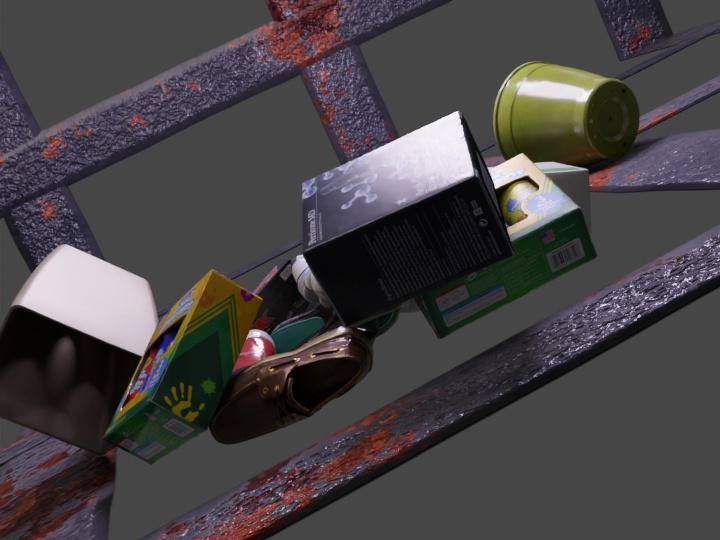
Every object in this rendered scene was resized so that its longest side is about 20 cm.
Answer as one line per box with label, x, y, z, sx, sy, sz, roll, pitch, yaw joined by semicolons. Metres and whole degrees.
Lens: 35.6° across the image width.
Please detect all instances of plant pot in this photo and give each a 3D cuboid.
plant pot;-0.378;0.089;1.490;0.201;0.198;0.178;-53;22;33
plant pot;0.361;-0.255;1.901;0.199;0.203;0.192;-29;21;-26

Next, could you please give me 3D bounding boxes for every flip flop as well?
flip flop;-0.021;0.087;1.353;0.199;0.058;0.081;-40;8;18

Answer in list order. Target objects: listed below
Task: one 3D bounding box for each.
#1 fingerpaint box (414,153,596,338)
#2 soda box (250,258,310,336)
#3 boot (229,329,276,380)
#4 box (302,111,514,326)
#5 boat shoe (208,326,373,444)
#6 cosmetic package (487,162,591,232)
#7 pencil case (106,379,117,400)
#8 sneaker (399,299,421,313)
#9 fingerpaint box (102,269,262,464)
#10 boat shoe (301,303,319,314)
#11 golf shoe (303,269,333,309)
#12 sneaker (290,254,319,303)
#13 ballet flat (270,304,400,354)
fingerpaint box;0.140;-0.034;1.278;0.198;0.074;0.167;-27;30;-2
soda box;-0.144;0.078;1.509;0.200;0.063;0.071;-48;12;-8
boot;-0.194;0.160;1.385;0.199;0.073;0.145;-31;19;8
box;0.046;-0.056;1.196;0.198;0.108;0.149;-24;32;11
boat shoe;-0.077;0.127;1.188;0.198;0.073;0.068;-28;13;6
cosmetic package;0.233;-0.095;1.495;0.106;0.086;0.200;-5;9;-3
pencil case;-0.301;0.165;1.594;0.198;0.085;0.093;-21;36;29
sneaker;0.110;0.004;1.436;0.198;0.075;0.082;-17;-3;23
fingerpaint box;-0.205;0.113;1.274;0.200;0.073;0.168;-35;29;57
boat shoe;0.015;0.027;1.568;0.199;0.070;0.071;-36;-22;-11
golf shoe;0.015;-0.040;1.374;0.201;0.078;0.097;-51;-3;-29
sneaker;0.000;0.000;1.490;0.198;0.071;0.074;3;-53;-33
ballet flat;-0.025;0.068;1.439;0.198;0.073;0.072;-21;9;28
